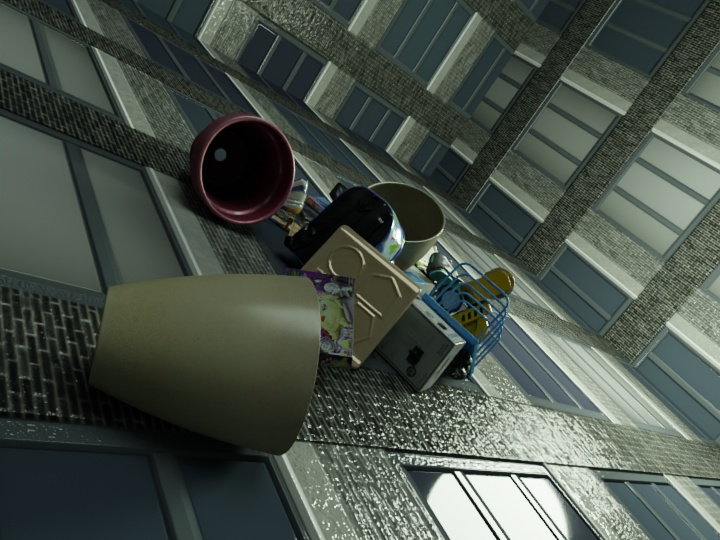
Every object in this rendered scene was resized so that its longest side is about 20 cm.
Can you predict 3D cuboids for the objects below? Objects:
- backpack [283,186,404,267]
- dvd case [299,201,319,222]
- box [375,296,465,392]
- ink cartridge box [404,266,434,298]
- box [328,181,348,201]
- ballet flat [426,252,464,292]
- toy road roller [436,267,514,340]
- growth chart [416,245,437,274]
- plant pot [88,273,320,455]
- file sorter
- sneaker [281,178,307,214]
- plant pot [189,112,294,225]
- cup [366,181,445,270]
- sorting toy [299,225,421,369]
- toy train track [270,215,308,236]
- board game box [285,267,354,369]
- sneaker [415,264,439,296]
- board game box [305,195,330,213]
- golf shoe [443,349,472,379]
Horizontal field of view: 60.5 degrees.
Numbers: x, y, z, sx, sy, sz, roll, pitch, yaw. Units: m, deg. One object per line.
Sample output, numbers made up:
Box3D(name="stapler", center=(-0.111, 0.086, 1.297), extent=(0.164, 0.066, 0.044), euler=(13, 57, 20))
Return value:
Box3D(name="backpack", center=(-0.014, -0.049, 1.202), extent=(0.183, 0.200, 0.147), euler=(45, 0, 35))
Box3D(name="dvd case", center=(-0.079, -0.122, 1.591), extent=(0.198, 0.016, 0.149), euler=(28, 18, -30))
Box3D(name="box", center=(0.079, 0.106, 1.120), extent=(0.200, 0.118, 0.060), euler=(42, 18, 22))
Box3D(name="ink cartridge box", center=(0.072, -0.006, 1.493), extent=(0.200, 0.067, 0.115), euler=(45, 19, 27))
Box3D(name="box", center=(0.015, -0.131, 1.615), extent=(0.199, 0.044, 0.160), euler=(40, -4, 16))
Box3D(name="ballet flat", center=(0.214, 0.014, 1.516), extent=(0.073, 0.073, 0.200), euler=(49, 3, 38))
Box3D(name="toy road roller", center=(0.272, 0.092, 1.432), extent=(0.123, 0.196, 0.149), euler=(50, 18, -84))
Box3D(name="growth chart", center=(0.158, -0.046, 1.570), extent=(0.199, 0.018, 0.147), euler=(34, 37, -40))
Box3D(name="plant pot", center=(-0.165, 0.081, 0.632), extent=(0.196, 0.190, 0.188), euler=(13, 24, -22))
Box3D(name="file sorter", center=(0.216, 0.099, 1.257), extent=(0.139, 0.122, 0.201), euler=(43, -14, 23))
Box3D(name="sneaker", center=(-0.205, -0.206, 1.398), extent=(0.197, 0.090, 0.075), euler=(27, 9, 11))
Box3D(name="plant pot", center=(-0.249, -0.208, 1.209), extent=(0.198, 0.203, 0.178), euler=(23, 5, -35))
Box3D(name="cup", center=(0.076, -0.079, 1.381), extent=(0.196, 0.145, 0.203), euler=(9, 43, -8))
Box3D(name="sorting toy", center=(-0.019, 0.042, 1.055), extent=(0.184, 0.200, 0.037), euler=(39, -25, 10))
Box3D(name="toy train track", center=(-0.175, -0.119, 1.359), extent=(0.198, 0.033, 0.115), euler=(32, 17, -13))
Box3D(name="board game box", center=(-0.068, 0.068, 0.945), extent=(0.117, 0.033, 0.201), euler=(5, 33, -3))
Box3D(name="sneaker", center=(0.148, 0.001, 1.631), extent=(0.199, 0.074, 0.089), euler=(35, 13, -41))
Box3D(name="board game box", center=(-0.048, -0.124, 1.597), extent=(0.199, 0.020, 0.103), euler=(41, 15, 14))
Box3D(name="golf shoe", center=(0.126, 0.146, 1.218), extent=(0.199, 0.078, 0.095), euler=(39, -4, 9))
